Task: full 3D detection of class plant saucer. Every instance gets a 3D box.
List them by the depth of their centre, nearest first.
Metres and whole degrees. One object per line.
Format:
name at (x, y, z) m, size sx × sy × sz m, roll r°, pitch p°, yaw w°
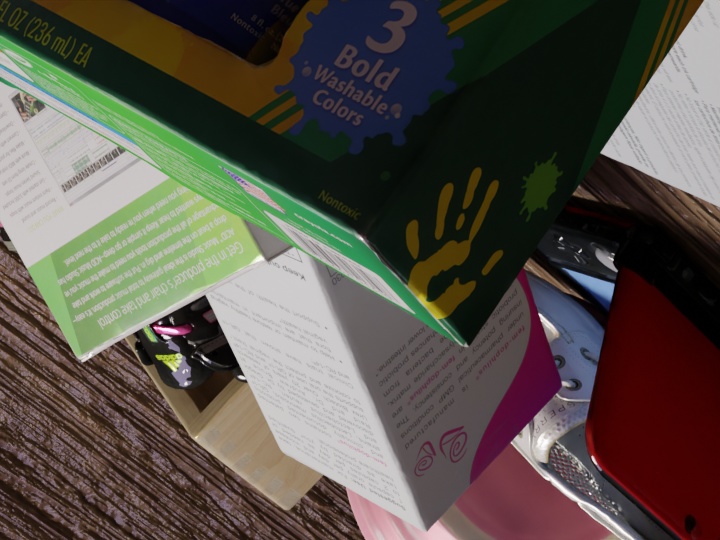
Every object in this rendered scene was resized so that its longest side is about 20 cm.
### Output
plant saucer at (0.092, 0.097, 1.084) m, size 0.200 × 0.201 × 0.051 m, roll 35°, pitch 156°, yaw 2°

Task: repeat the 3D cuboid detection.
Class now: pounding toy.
pounding toy at (-0.023, 0.048, 1.358) m, size 0.142 × 0.200 × 0.184 m, roll 43°, pitch -177°, yaw -37°

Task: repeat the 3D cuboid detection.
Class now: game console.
game console at (0.151, 0.074, 0.983) m, size 0.200 × 0.119 × 0.172 m, roll 42°, pitch 169°, yaw -30°

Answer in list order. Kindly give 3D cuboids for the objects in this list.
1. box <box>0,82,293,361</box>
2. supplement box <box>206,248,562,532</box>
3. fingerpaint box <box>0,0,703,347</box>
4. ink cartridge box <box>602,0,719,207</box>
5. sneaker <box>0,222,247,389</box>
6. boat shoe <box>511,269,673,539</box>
box at (-0.112, -0.075, 0.770) m, size 0.144 × 0.036 × 0.200 m, roll -26°, pitch 93°, yaw 49°
supplement box at (0.000, 0.000, 0.854) m, size 0.103 × 0.101 × 0.200 m, roll 23°, pitch 147°, yaw 42°
fingerpaint box at (-0.011, -0.101, 0.549) m, size 0.200 × 0.167 × 0.073 m, roll 30°, pitch 171°, yaw 34°
ink cartridge box at (0.084, -0.087, 0.661) m, size 0.200 × 0.043 × 0.196 m, roll 27°, pitch 169°, yaw 33°
sneaker at (-0.091, 0.011, 0.961) m, size 0.074 × 0.088 × 0.200 m, roll 1°, pitch 169°, yaw 42°
boat shoe at (0.107, 0.070, 1.020) m, size 0.200 × 0.071 × 0.069 m, roll 44°, pitch -161°, yaw 6°
